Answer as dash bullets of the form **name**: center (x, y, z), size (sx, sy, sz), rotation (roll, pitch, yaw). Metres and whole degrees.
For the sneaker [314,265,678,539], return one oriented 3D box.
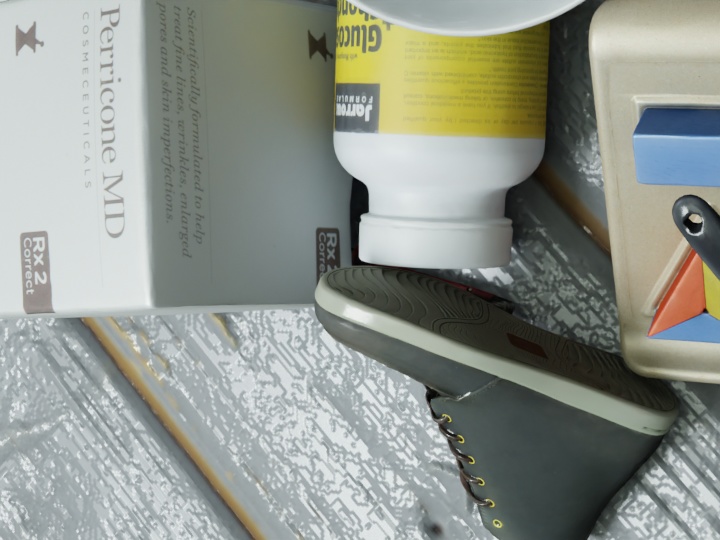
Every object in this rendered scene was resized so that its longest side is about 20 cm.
- **sneaker**: center (0.054, 0.077, 0.875), size (0.199, 0.075, 0.107), rotation (23, 111, -11)

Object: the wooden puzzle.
- **wooden puzzle**: center (0.201, -0.028, 0.803), size (0.184, 0.046, 0.202), rotation (4, 119, 24)

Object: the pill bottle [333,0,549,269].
- **pill bottle**: center (0.042, -0.105, 0.887), size (0.111, 0.112, 0.202), rotation (4, 95, 27)

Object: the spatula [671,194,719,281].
- **spatula**: center (0.208, 0.046, 0.794), size (0.056, 0.021, 0.201), rotation (-38, 87, 35)

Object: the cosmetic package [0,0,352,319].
- **cosmetic package**: center (-0.129, -0.058, 0.932), size (0.199, 0.164, 0.167), rotation (-4, 88, 38)

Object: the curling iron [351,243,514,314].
- **curling iron**: center (0.000, 0.000, 0.957), size (0.199, 0.049, 0.026), rotation (20, 100, 32)

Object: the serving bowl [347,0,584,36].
- **serving bowl**: center (0.049, -0.212, 0.775), size (0.198, 0.066, 0.202), rotation (5, 116, 11)
